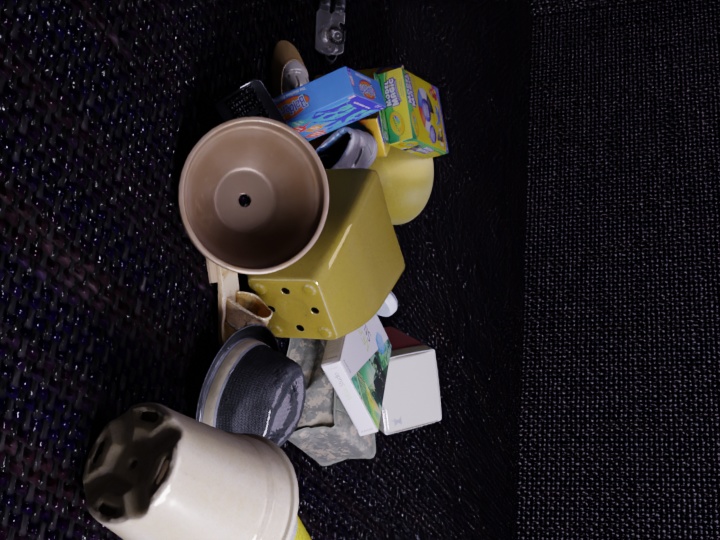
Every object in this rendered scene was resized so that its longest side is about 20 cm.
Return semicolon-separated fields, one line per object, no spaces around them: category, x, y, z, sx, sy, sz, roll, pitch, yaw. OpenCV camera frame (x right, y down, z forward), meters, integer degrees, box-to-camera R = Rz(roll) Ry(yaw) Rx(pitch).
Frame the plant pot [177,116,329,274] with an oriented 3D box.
plant pot;-0.147;-0.096;1.417;0.093;0.197;0.205;179;-93;-73

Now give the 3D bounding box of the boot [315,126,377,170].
boot;-0.063;-0.142;1.658;0.074;0.201;0.095;46;15;24

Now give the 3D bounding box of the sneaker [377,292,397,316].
sneaker;0.000;0.000;1.753;0.070;0.199;0.074;-37;142;-21

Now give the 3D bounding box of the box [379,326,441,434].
box;0.050;0.186;1.858;0.200;0.107;0.131;-157;-122;-68

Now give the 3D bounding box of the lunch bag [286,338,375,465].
lunch bag;-0.050;0.186;1.706;0.164;0.115;0.204;49;33;-55

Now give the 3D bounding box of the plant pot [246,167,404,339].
plant pot;-0.068;-0.009;1.582;0.202;0.191;0.198;-66;148;-42

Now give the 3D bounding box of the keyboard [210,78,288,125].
keyboard;-0.136;-0.158;1.478;0.201;0.103;0.040;58;7;-36

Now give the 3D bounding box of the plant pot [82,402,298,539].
plant pot;-0.198;0.241;1.177;0.183;0.197;0.204;45;44;-46

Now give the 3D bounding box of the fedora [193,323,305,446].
fedora;-0.134;0.176;1.413;0.200;0.090;0.205;-34;130;-54

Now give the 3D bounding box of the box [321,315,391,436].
box;-0.002;0.130;1.646;0.202;0.036;0.146;-76;145;-52

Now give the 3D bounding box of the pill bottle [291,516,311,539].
pill bottle;-0.121;0.382;1.458;0.202;0.110;0.114;68;26;-42

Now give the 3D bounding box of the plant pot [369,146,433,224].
plant pot;0.008;-0.172;1.864;0.141;0.198;0.205;-13;100;-46

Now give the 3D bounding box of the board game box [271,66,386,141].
board game box;-0.077;-0.226;1.548;0.152;0.197;0.046;-5;76;-70

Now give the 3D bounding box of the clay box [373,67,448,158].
clay box;0.083;-0.254;1.741;0.199;0.047;0.117;4;75;-67

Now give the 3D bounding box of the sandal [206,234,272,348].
sandal;-0.156;0.054;1.472;0.078;0.068;0.216;-50;134;-63

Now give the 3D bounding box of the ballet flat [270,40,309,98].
ballet flat;-0.101;-0.262;1.674;0.068;0.062;0.205;0;87;-40

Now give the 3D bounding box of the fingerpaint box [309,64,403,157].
fingerpaint box;-0.018;-0.258;1.785;0.201;0.163;0.074;-68;149;-52

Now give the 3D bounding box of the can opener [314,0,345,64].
can opener;-0.055;-0.470;1.913;0.067;0.052;0.204;132;-39;-70
